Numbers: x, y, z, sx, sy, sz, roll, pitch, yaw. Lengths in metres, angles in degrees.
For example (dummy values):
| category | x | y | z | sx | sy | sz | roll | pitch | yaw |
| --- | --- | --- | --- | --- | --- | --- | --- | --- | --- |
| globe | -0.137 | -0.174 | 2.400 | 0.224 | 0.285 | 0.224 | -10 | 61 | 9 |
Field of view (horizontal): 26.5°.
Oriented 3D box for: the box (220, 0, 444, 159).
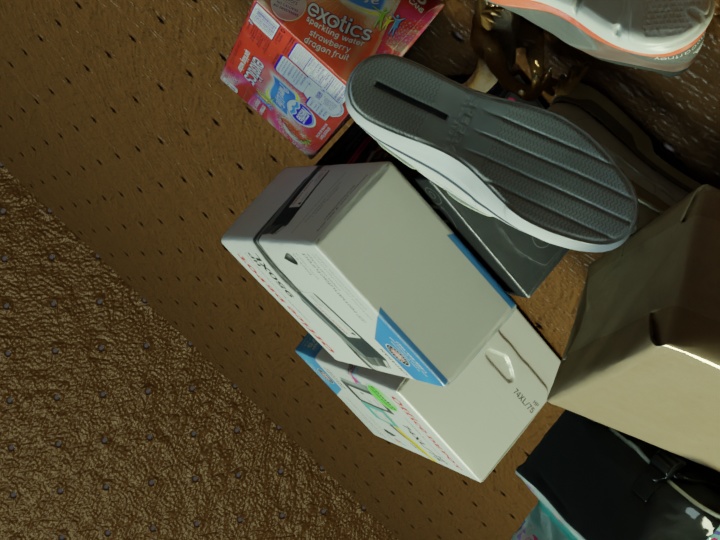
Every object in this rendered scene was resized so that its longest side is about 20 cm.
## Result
| category | x | y | z | sx | sy | sz | roll | pitch | yaw |
| --- | --- | --- | --- | --- | --- | --- | --- | --- | --- |
| box | -0.026 | -0.165 | 1.108 | 0.100 | 0.096 | 0.200 | 42 | 166 | -3 |

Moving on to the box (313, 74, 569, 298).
| category | x | y | z | sx | sy | sz | roll | pitch | yaw |
| --- | --- | --- | --- | --- | --- | --- | --- | --- | --- |
| box | 0.070 | -0.065 | 1.132 | 0.122 | 0.106 | 0.200 | 48 | 165 | -23 |

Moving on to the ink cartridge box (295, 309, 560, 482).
| category | x | y | z | sx | sy | sz | roll | pitch | yaw |
| --- | --- | --- | --- | --- | --- | --- | --- | --- | --- |
| ink cartridge box | 0.068 | 0.089 | 1.507 | 0.147 | 0.146 | 0.200 | 48 | 164 | -27 |

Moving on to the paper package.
| category | x | y | z | sx | sy | sz | roll | pitch | yaw |
| --- | --- | --- | --- | --- | --- | --- | --- | --- | --- |
| paper package | 0.241 | 0.055 | 0.917 | 0.199 | 0.104 | 0.191 | 22 | 160 | -7 |

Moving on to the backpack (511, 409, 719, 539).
| category | x | y | z | sx | sy | sz | roll | pitch | yaw |
| --- | --- | --- | --- | --- | --- | --- | --- | --- | --- |
| backpack | 0.220 | 0.194 | 1.078 | 0.200 | 0.151 | 0.178 | 22 | -168 | -36 |

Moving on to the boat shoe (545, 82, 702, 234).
| category | x | y | z | sx | sy | sz | roll | pitch | yaw |
| --- | --- | --- | --- | --- | --- | --- | --- | --- | --- |
| boat shoe | 0.189 | -0.032 | 1.001 | 0.200 | 0.068 | 0.075 | 40 | 166 | 2 |

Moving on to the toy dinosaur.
| category | x | y | z | sx | sy | sz | roll | pitch | yaw |
| --- | --- | --- | --- | --- | --- | --- | --- | --- | --- |
| toy dinosaur | 0.089 | -0.145 | 0.981 | 0.106 | 0.060 | 0.200 | 49 | 159 | 24 |

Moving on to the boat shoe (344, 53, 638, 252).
| category | x | y | z | sx | sy | sz | roll | pitch | yaw |
| --- | --- | --- | --- | --- | --- | --- | --- | --- | --- |
| boat shoe | 0.084 | -0.074 | 0.957 | 0.200 | 0.074 | 0.067 | 33 | 173 | 10 |

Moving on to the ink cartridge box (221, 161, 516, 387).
| category | x | y | z | sx | sy | sz | roll | pitch | yaw |
| --- | --- | --- | --- | --- | --- | --- | --- | --- | --- |
| ink cartridge box | 0.000 | 0.000 | 1.119 | 0.145 | 0.084 | 0.200 | 47 | 165 | -18 |

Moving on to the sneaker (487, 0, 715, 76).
| category | x | y | z | sx | sy | sz | roll | pitch | yaw |
| --- | --- | --- | --- | --- | --- | --- | --- | --- | --- |
| sneaker | 0.102 | -0.160 | 0.847 | 0.200 | 0.077 | 0.082 | 36 | 171 | 23 |
